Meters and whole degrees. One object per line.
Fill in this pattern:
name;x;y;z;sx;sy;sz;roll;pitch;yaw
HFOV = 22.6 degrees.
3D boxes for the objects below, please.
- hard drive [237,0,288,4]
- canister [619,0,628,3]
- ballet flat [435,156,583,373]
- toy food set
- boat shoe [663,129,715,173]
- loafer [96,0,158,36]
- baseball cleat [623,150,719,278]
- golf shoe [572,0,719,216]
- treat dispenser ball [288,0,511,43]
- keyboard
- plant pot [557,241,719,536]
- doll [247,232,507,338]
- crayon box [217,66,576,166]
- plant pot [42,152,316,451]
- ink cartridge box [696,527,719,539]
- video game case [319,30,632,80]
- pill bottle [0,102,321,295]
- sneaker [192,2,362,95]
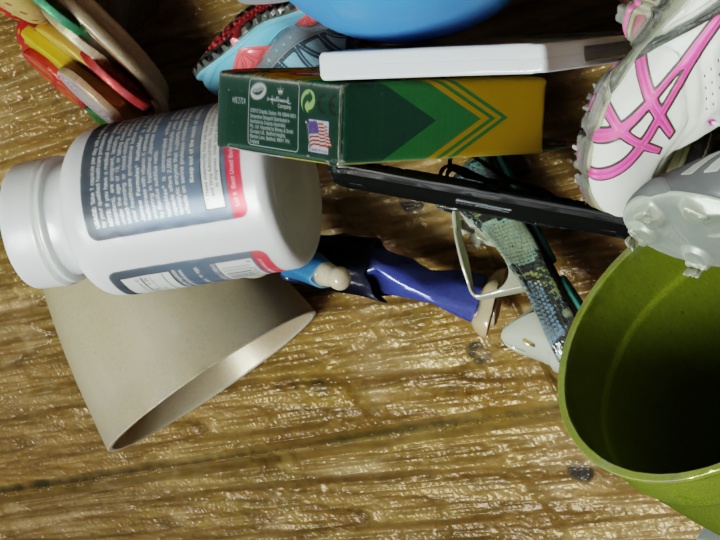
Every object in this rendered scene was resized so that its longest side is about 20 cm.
hard drive;-0.096;-0.270;1.141;0.042;0.135;0.200;-21;112;3
canister;0.253;-0.142;1.036;0.200;0.087;0.149;46;135;-2
ballet flat;0.113;0.015;1.208;0.074;0.074;0.200;-52;58;44
toy food set;-0.213;-0.166;1.281;0.198;0.049;0.200;38;171;17
boat shoe;0.212;-0.015;1.169;0.066;0.072;0.201;13;132;9
loafer;-0.172;-0.248;1.243;0.067;0.076;0.200;23;131;9
baseball cleat;0.236;-0.056;0.988;0.200;0.107;0.070;-6;136;51
golf shoe;0.179;-0.098;1.011;0.092;0.073;0.200;31;137;16
treat dispenser ball;0.023;-0.232;1.041;0.200;0.201;0.201;17;129;22
keyboard;0.080;-0.057;1.136;0.199;0.104;0.040;11;86;1
plant pot;0.251;0.086;1.063;0.200;0.201;0.193;-13;136;39
doll;0.000;0.000;1.277;0.200;0.136;0.049;13;103;10
crayon box;0.026;-0.101;1.138;0.127;0.200;0.051;13;104;49
plant pot;-0.165;0.003;1.367;0.200;0.187;0.187;56;134;7
ink cartridge box;0.335;0.212;1.192;0.200;0.145;0.145;10;126;27
video game case;0.087;-0.130;1.077;0.143;0.200;0.018;1;99;30
pill bottle;-0.138;-0.047;1.230;0.200;0.120;0.120;-8;118;17
sneaker;-0.023;-0.155;1.226;0.096;0.079;0.200;45;143;-18
